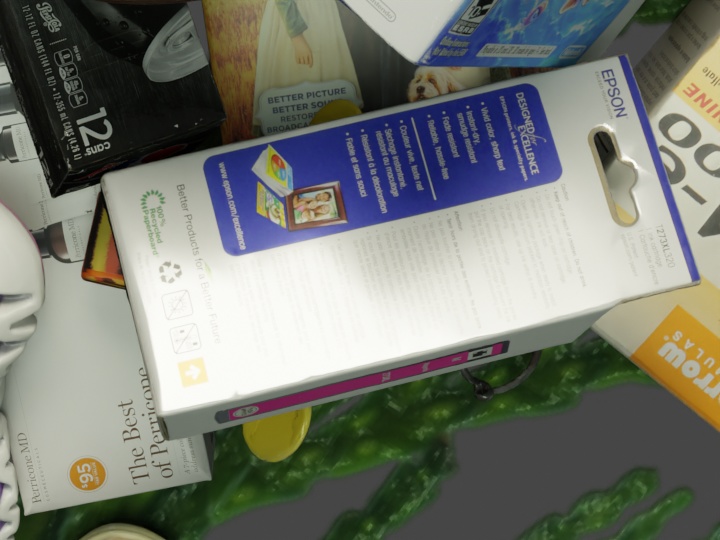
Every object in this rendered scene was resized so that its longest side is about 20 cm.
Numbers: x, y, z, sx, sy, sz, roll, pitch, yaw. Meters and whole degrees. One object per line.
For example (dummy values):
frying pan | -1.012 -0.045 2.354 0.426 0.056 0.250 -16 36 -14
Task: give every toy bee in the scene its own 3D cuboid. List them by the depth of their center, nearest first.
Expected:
toy bee | 0.000 0.000 0.871 0.198 0.109 0.132 -10 93 -22

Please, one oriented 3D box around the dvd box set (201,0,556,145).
dvd box set | 0.004 -0.146 0.894 0.145 0.029 0.202 -7 107 0

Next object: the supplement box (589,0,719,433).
supplement box | 0.168 -0.047 0.906 0.126 0.074 0.200 37 102 -11

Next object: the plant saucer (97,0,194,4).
plant saucer | -0.060 -0.166 0.760 0.198 0.202 0.035 -12 151 1

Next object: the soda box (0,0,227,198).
soda box | -0.115 -0.134 0.834 0.063 0.071 0.201 -20 89 -14

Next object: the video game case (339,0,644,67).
video game case | 0.092 -0.151 0.770 0.045 0.200 0.182 42 108 13

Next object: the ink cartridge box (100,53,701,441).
ink cartridge box | 0.013 -0.010 0.815 0.198 0.037 0.095 -14 69 -4

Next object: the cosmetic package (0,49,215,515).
cosmetic package | -0.117 -0.007 0.919 0.082 0.051 0.202 -10 106 2

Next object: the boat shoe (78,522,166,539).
boat shoe | -0.132 0.203 0.971 0.072 0.065 0.201 28 103 -9

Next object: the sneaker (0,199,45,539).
sneaker | -0.183 0.058 0.888 0.080 0.088 0.201 36 133 29
